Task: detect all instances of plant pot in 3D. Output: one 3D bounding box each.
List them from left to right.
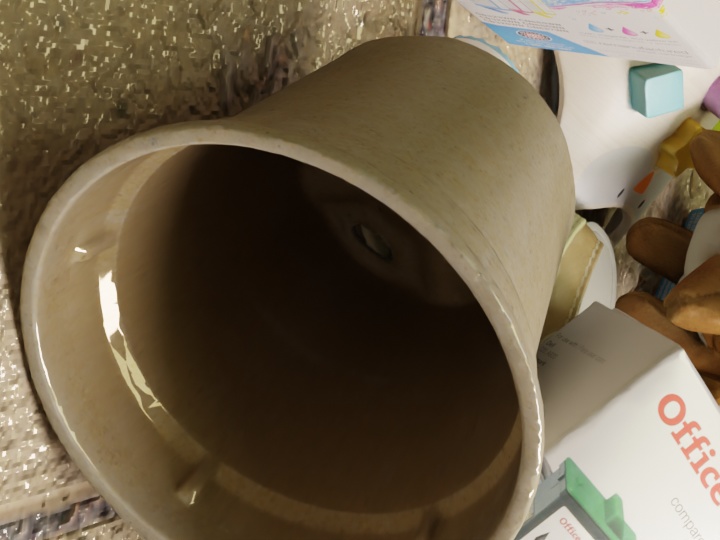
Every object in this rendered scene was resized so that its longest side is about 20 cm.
[{"bbox_3d":[0.000,0.000,0.588,0.184,0.199,0.201,-51,142,-53],"label":"plant pot"}]

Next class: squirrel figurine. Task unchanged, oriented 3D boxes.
[{"bbox_3d":[0.248,0.037,0.911,0.187,0.199,0.142,107,-6,-53],"label":"squirrel figurine"}]

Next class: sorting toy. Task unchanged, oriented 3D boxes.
[{"bbox_3d":[0.173,-0.090,0.925,0.200,0.107,0.181,14,108,-59],"label":"sorting toy"}]

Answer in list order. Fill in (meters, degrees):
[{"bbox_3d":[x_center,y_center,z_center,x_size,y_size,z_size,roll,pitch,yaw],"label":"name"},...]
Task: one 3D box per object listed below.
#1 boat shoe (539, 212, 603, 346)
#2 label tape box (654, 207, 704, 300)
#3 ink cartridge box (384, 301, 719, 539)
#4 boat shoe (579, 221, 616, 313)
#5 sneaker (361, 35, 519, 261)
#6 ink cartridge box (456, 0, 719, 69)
[{"bbox_3d":[0.079,0.073,0.698,0.073,0.063,0.202,74,38,-84],"label":"boat shoe"},{"bbox_3d":[0.258,0.033,1.112,0.144,0.066,0.200,-61,142,-25],"label":"label tape box"},{"bbox_3d":[0.078,0.133,0.629,0.200,0.084,0.146,-38,108,-6],"label":"ink cartridge box"},{"bbox_3d":[0.089,0.058,0.857,0.073,0.062,0.201,41,64,-37],"label":"boat shoe"},{"bbox_3d":[0.042,-0.012,0.749,0.081,0.076,0.201,-31,123,-36],"label":"sneaker"},{"bbox_3d":[0.099,-0.192,0.712,0.200,0.128,0.126,20,84,-58],"label":"ink cartridge box"}]
